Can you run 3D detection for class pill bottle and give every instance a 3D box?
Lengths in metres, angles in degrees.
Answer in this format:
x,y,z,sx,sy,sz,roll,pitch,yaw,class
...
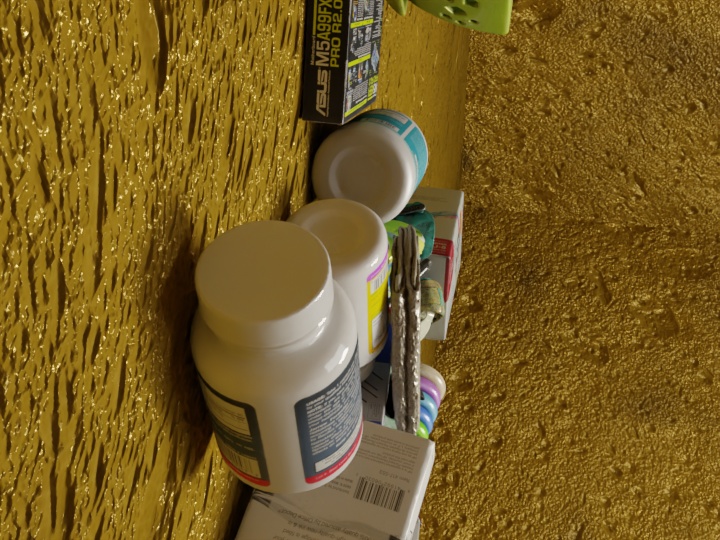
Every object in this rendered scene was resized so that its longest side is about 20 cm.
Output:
x,y,z,sx,sy,sz,roll,pitch,yaw,class
-0.023,0.031,0.950,0.201,0.104,0.105,88,13,-48,pill bottle
0.017,-0.122,1.066,0.200,0.110,0.111,-55,151,-71,pill bottle
-0.059,0.064,0.686,0.201,0.119,0.120,88,13,-49,pill bottle

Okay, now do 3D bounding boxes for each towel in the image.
x,y,z,sx,sy,sz,roll,pitch,yaw,class
0.047,0.064,1.007,0.133,0.034,0.201,-85,173,-58,towel

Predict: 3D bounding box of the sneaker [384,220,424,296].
x,y,z,sx,sy,sz,roll,pitch,yaw,class
0.000,0.000,1.066,0.200,0.076,0.106,-3,118,-52,sneaker

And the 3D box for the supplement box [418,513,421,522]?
x,y,z,sx,sy,sz,roll,pitch,yaw,class
0.005,0.381,1.263,0.201,0.061,0.109,-64,-166,14,supplement box

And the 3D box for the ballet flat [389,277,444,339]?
x,y,z,sx,sy,sz,roll,pitch,yaw,class
0.045,0.092,1.295,0.200,0.071,0.071,-46,-168,30,ballet flat

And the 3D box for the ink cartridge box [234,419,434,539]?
x,y,z,sx,sy,sz,roll,pitch,yaw,class
-0.029,0.239,0.863,0.086,0.146,0.201,84,24,-61,ink cartridge box

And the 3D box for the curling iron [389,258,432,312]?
x,y,z,sx,sy,sz,roll,pitch,yaw,class
0.027,0.047,1.215,0.200,0.026,0.050,-37,164,-29,curling iron

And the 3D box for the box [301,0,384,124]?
x,y,z,sx,sy,sz,roll,pitch,yaw,class
-0.014,-0.246,0.982,0.200,0.044,0.161,-58,154,-70,box

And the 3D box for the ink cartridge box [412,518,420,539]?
x,y,z,sx,sy,sz,roll,pitch,yaw,class
-0.002,0.251,1.075,0.200,0.083,0.146,-112,-164,-44,ink cartridge box

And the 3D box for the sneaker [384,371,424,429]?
x,y,z,sx,sy,sz,roll,pitch,yaw,class
0.023,0.131,1.193,0.119,0.073,0.201,91,-23,-52,sneaker

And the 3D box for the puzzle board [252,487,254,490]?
x,y,z,sx,sy,sz,roll,pitch,yaw,class
-0.085,0.124,0.912,0.200,0.017,0.151,86,14,-53,puzzle board

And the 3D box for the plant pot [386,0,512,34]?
x,y,z,sx,sy,sz,roll,pitch,yaw,class
0.119,-0.444,1.238,0.199,0.180,0.201,48,50,-78,plant pot

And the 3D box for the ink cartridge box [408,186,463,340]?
x,y,z,sx,sy,sz,roll,pitch,yaw,class
0.071,-0.019,1.388,0.200,0.144,0.146,-71,164,-56,ink cartridge box

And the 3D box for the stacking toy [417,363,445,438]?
x,y,z,sx,sy,sz,roll,pitch,yaw,class
0.057,0.221,1.248,0.086,0.085,0.201,88,14,-45,stacking toy

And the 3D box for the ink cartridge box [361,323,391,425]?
x,y,z,sx,sy,sz,roll,pitch,yaw,class
-0.014,0.122,1.059,0.200,0.093,0.044,-79,173,-63,ink cartridge box

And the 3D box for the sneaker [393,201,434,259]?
x,y,z,sx,sy,sz,roll,pitch,yaw,class
0.032,-0.047,1.191,0.200,0.120,0.084,-36,133,-77,sneaker
